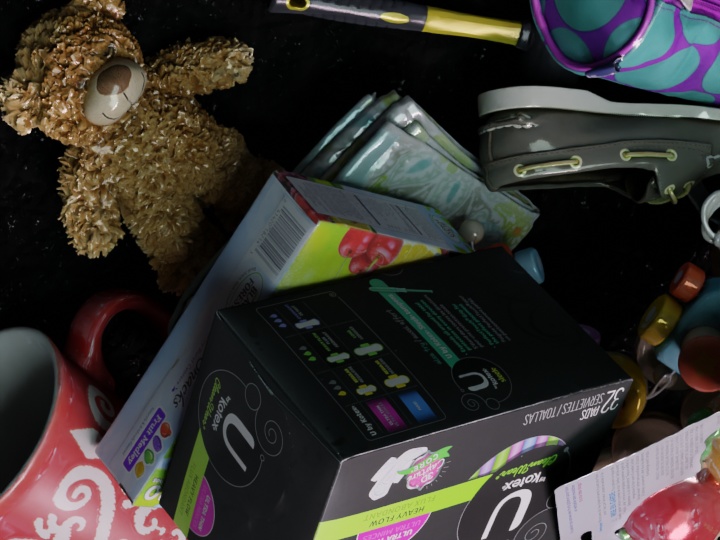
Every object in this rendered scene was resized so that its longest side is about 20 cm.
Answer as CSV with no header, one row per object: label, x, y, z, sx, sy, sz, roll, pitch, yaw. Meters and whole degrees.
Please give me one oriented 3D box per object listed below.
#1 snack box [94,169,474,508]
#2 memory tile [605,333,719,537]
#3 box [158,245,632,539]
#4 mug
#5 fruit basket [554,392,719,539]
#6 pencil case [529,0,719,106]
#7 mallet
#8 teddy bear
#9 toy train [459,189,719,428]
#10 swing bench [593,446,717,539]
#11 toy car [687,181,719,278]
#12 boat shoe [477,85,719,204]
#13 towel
snack box,-0.040,0.047,1.138,0.142,0.053,0.200,13,119,-47
memory tile,0.240,0.073,1.231,0.200,0.017,0.153,-33,107,20
box,0.017,0.093,1.088,0.200,0.124,0.149,-13,136,-36
mug,-0.144,0.125,1.209,0.178,0.133,0.200,-43,128,10
fruit basket,0.200,0.111,1.148,0.200,0.094,0.185,-20,151,-2
pencil case,0.191,-0.141,1.165,0.200,0.092,0.085,5,83,-46
mallet,0.046,-0.154,1.167,0.200,0.041,0.066,13,114,-22
teddy bear,-0.114,-0.066,1.138,0.145,0.067,0.200,-24,127,-8
toy train,0.145,0.030,1.183,0.200,0.056,0.150,-14,113,14
swing bench,0.176,0.215,1.386,0.200,0.130,0.199,1,121,-11
toy car,0.285,-0.017,1.276,0.200,0.164,0.158,27,108,-19
boat shoe,0.164,-0.069,1.204,0.201,0.072,0.060,4,82,-18
towel,0.000,0.000,1.207,0.200,0.048,0.171,-47,140,9
